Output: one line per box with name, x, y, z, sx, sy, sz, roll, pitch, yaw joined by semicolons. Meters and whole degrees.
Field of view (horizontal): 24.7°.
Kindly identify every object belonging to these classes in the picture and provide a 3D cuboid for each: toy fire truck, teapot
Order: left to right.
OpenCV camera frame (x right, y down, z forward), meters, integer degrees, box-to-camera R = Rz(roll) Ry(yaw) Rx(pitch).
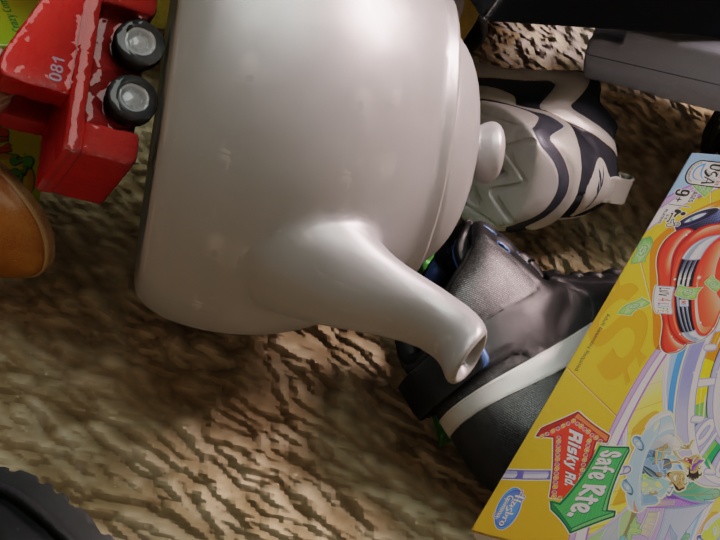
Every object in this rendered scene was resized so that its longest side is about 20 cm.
toy fire truck;-0.150;-0.089;0.635;0.141;0.049;0.200;14;66;-23
teapot;-0.012;-0.064;0.684;0.146;0.201;0.197;7;-1;-9

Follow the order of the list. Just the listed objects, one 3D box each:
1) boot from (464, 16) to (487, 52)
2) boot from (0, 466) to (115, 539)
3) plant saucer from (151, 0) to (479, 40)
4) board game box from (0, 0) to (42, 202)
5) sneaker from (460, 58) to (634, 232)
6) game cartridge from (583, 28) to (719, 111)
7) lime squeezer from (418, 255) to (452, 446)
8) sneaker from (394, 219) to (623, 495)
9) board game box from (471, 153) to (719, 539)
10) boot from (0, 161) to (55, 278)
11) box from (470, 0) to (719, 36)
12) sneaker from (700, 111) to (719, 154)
boot;-0.014;-0.196;0.980;0.200;0.073;0.144;19;37;-6
boot;-0.121;0.154;0.463;0.168;0.076;0.200;-18;56;-45
plant saucer;-0.012;-0.195;0.872;0.200;0.049;0.200;10;45;23
board game box;-0.194;-0.117;0.765;0.048;0.102;0.200;-5;42;-28
sneaker;0.060;-0.080;0.863;0.129;0.080;0.199;3;19;-46
game cartridge;0.201;-0.123;0.901;0.133;0.041;0.200;12;21;13
lime squeezer;0.000;0.000;0.768;0.071;0.038;0.200;-38;60;-14
sneaker;0.091;0.012;0.725;0.112;0.073;0.200;49;42;4
board game box;0.147;0.041;0.612;0.134;0.034;0.200;8;53;39
boot;-0.239;-0.015;0.650;0.201;0.071;0.144;25;42;13
box;0.112;-0.224;0.785;0.200;0.124;0.197;-3;55;-41
sneaker;0.236;-0.048;0.899;0.080;0.078;0.200;27;35;-4
